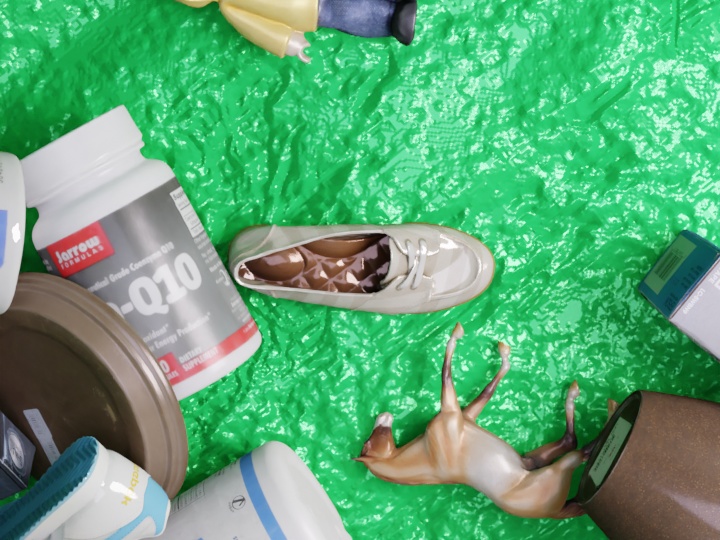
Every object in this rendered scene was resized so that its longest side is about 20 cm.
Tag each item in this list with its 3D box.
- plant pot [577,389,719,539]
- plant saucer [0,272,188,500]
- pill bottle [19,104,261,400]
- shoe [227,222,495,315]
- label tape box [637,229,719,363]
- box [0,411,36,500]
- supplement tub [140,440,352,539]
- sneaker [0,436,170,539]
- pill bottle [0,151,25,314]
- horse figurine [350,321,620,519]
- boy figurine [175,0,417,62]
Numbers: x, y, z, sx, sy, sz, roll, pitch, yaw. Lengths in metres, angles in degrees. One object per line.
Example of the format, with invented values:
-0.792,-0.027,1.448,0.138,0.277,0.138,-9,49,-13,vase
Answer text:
0.262,0.173,1.325,0.199,0.187,0.188,28,97,-2,plant pot
-0.208,0.095,1.332,0.199,0.029,0.201,22,130,28,plant saucer
-0.164,-0.008,1.336,0.114,0.114,0.201,-28,97,4,pill bottle
0.000,0.000,1.366,0.199,0.053,0.070,1,98,0,shoe
0.301,0.061,1.327,0.200,0.144,0.063,38,96,-5,label tape box
-0.360,0.128,1.334,0.199,0.044,0.160,-24,125,20,box
-0.111,0.227,1.361,0.200,0.132,0.132,-33,97,4,supplement tub
-0.215,0.197,1.309,0.081,0.077,0.200,34,130,-23,sneaker
-0.332,-0.032,1.245,0.199,0.114,0.114,5,99,-20,pill bottle
0.109,0.130,1.387,0.199,0.050,0.133,26,92,-1,horse figurine
-0.056,-0.215,1.332,0.199,0.064,0.125,10,101,-4,boy figurine
